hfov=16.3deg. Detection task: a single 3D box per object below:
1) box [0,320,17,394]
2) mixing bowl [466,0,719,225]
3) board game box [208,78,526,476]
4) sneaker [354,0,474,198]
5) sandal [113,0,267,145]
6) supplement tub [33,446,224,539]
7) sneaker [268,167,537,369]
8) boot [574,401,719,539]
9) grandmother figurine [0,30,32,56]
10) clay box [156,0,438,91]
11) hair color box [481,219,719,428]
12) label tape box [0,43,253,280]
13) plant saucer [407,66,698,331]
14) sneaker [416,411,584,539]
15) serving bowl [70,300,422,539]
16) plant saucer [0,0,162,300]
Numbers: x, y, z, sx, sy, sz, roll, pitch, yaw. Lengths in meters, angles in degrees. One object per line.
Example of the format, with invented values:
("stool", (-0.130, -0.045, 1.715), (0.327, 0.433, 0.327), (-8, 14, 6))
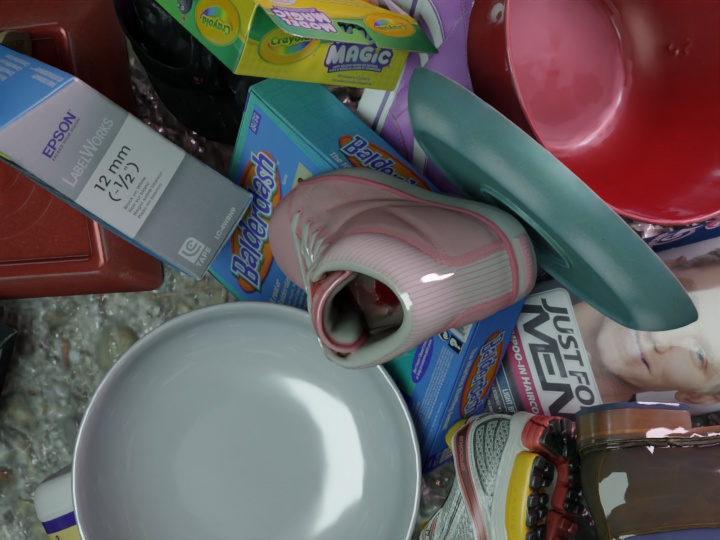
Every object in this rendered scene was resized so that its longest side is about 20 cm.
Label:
("box", (-0.330, 0.057, 1.658), (0.200, 0.044, 0.160), (32, 129, 13))
("mixing bowl", (0.132, -0.120, 1.371), (0.108, 0.200, 0.201), (-6, 103, 58))
("board game box", (0.000, 0.000, 1.468), (0.200, 0.045, 0.152), (43, 139, 23))
("sneaker", (0.072, -0.125, 1.447), (0.114, 0.073, 0.201), (27, 123, 14))
("sandal", (-0.122, -0.159, 1.530), (0.075, 0.048, 0.201), (-32, 89, 27))
("supplement tub", (-0.098, 0.191, 1.556), (0.145, 0.145, 0.200), (-27, 92, 27))
("sneaker", (-0.008, -0.001, 1.354), (0.200, 0.105, 0.076), (10, 120, 49))
("boot", (0.216, 0.129, 1.400), (0.199, 0.075, 0.097), (3, 73, -9))
("grandmother figurine", (-0.304, -0.132, 1.573), (0.200, 0.061, 0.122), (6, 97, 19))
("clay box", (-0.055, -0.156, 1.418), (0.200, 0.115, 0.048), (46, 122, 43))
("hair color box", (0.163, 0.036, 1.451), (0.200, 0.061, 0.100), (-15, 97, 25))
("label tape box", (-0.178, -0.082, 1.468), (0.200, 0.143, 0.066), (36, 85, -29))
("plant saucer", (0.095, -0.031, 1.334), (0.200, 0.200, 0.027), (42, 86, 8))
("sneaker", (0.074, 0.177, 1.442), (0.082, 0.078, 0.201), (10, 90, 36))
("serving bowl", (-0.066, 0.117, 1.454), (0.200, 0.066, 0.201), (0, 91, -3))
("plant saucer", (-0.235, -0.075, 1.608), (0.200, 0.037, 0.200), (-3, 102, 25))
